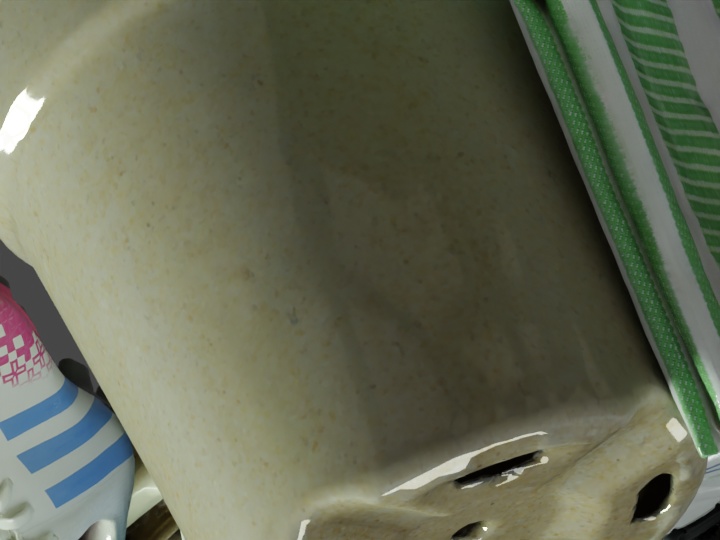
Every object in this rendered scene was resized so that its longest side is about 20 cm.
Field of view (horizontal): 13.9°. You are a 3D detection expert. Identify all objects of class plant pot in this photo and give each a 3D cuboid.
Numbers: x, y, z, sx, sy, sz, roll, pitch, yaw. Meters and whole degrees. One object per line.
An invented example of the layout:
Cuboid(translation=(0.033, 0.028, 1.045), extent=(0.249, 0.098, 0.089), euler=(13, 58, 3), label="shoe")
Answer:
Cuboid(translation=(0.000, 0.000, 0.801), extent=(0.200, 0.184, 0.201), euler=(-19, 152, -10), label="plant pot")

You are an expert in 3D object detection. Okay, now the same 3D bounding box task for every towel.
Cuboid(translation=(0.115, -0.032, 0.816), extent=(0.023, 0.153, 0.200), euler=(-28, 171, 32), label="towel")

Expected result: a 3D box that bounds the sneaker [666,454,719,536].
Cuboid(translation=(0.137, 0.035, 0.941), extent=(0.199, 0.075, 0.087), euler=(-12, 146, -23), label="sneaker")

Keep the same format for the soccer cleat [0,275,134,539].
Cuboid(translation=(-0.120, 0.056, 0.899), extent=(0.070, 0.087, 0.200), euler=(-13, 157, 18), label="soccer cleat")

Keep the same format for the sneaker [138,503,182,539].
Cuboid(translation=(0.004, 0.083, 1.035), extent=(0.199, 0.076, 0.070), euler=(5, 164, 40), label="sneaker")

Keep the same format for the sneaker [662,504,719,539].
Cuboid(translation=(0.095, 0.094, 1.124), extent=(0.199, 0.115, 0.076), euler=(2, 145, -29), label="sneaker")

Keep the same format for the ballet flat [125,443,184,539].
Cuboid(translation=(-0.052, 0.065, 1.008), extent=(0.200, 0.063, 0.069), euler=(-39, 148, 26), label="ballet flat")
